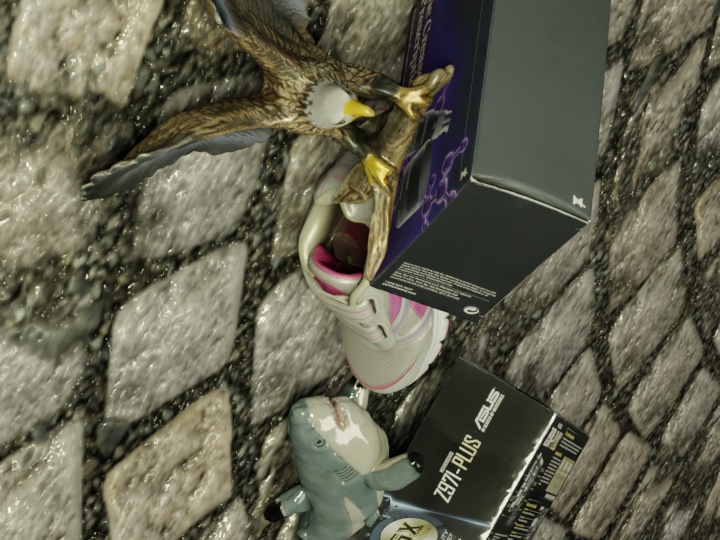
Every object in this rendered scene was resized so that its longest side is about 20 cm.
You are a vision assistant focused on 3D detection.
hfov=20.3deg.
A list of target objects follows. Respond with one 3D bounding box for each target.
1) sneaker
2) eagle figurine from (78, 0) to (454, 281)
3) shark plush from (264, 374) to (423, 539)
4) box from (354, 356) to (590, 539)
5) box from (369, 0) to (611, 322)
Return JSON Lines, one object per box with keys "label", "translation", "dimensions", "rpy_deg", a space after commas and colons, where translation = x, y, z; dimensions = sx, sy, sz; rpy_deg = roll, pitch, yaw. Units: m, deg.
{"label": "sneaker", "translation": [0.000, 0.000, 1.271], "dimensions": [0.088, 0.081, 0.201], "rpy_deg": [-35, 135, -37]}
{"label": "eagle figurine", "translation": [-0.049, -0.098, 1.074], "dimensions": [0.199, 0.151, 0.153], "rpy_deg": [14, 61, -32]}
{"label": "shark plush", "translation": [-0.034, 0.150, 1.403], "dimensions": [0.083, 0.091, 0.200], "rpy_deg": [-13, 150, -30]}
{"label": "box", "translation": [0.087, 0.165, 1.514], "dimensions": [0.164, 0.086, 0.200], "rpy_deg": [-60, 164, -1]}
{"label": "box", "translation": [0.076, -0.094, 1.152], "dimensions": [0.141, 0.078, 0.201], "rpy_deg": [-43, -148, 54]}
